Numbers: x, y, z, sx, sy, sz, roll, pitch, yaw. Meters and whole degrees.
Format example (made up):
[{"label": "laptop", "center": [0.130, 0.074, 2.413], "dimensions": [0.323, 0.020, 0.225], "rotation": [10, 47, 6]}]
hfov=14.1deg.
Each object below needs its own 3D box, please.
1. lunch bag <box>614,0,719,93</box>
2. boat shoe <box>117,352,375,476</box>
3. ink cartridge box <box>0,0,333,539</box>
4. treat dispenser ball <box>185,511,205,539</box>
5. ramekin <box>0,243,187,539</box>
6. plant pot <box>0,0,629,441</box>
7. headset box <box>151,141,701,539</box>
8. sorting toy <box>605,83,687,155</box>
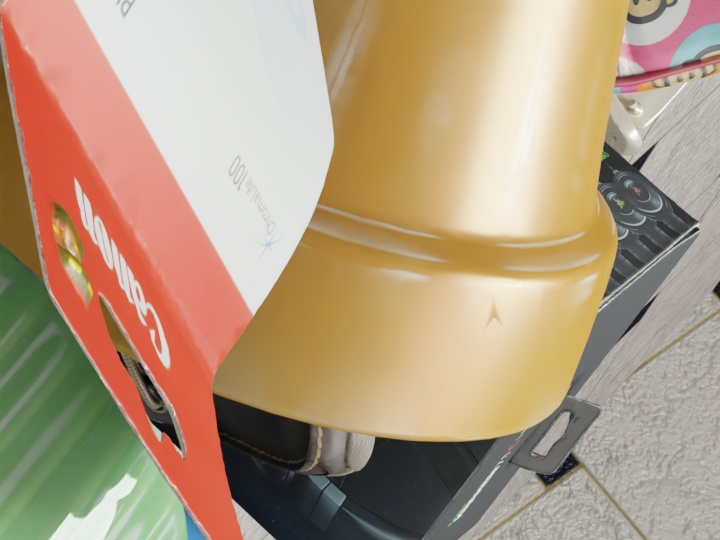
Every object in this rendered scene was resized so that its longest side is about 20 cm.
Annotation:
[{"label": "lunch bag", "center": [0.143, -0.128, 1.251], "dimensions": [0.199, 0.082, 0.176], "rotation": [-15, -176, -3]}, {"label": "boat shoe", "center": [-0.066, 0.024, 0.956], "dimensions": [0.073, 0.200, 0.075], "rotation": [-13, 112, -30]}, {"label": "ink cartridge box", "center": [-0.040, -0.046, 0.661], "dimensions": [0.047, 0.201, 0.160], "rotation": [-16, 147, 6]}, {"label": "treat dispenser ball", "center": [-0.134, 0.159, 1.069], "dimensions": [0.201, 0.201, 0.201], "rotation": [-46, 169, -11]}, {"label": "ramekin", "center": [-0.140, 0.060, 0.731], "dimensions": [0.098, 0.200, 0.200], "rotation": [-51, 173, -35]}, {"label": "plant pot", "center": [-0.001, -0.079, 0.858], "dimensions": [0.200, 0.199, 0.184], "rotation": [-27, 140, -64]}, {"label": "headset box", "center": [0.000, 0.000, 1.054], "dimensions": [0.093, 0.200, 0.174], "rotation": [-33, 161, -53]}, {"label": "sorting toy", "center": [0.150, -0.150, 1.436], "dimensions": [0.200, 0.107, 0.180], "rotation": [-47, 177, -9]}]
